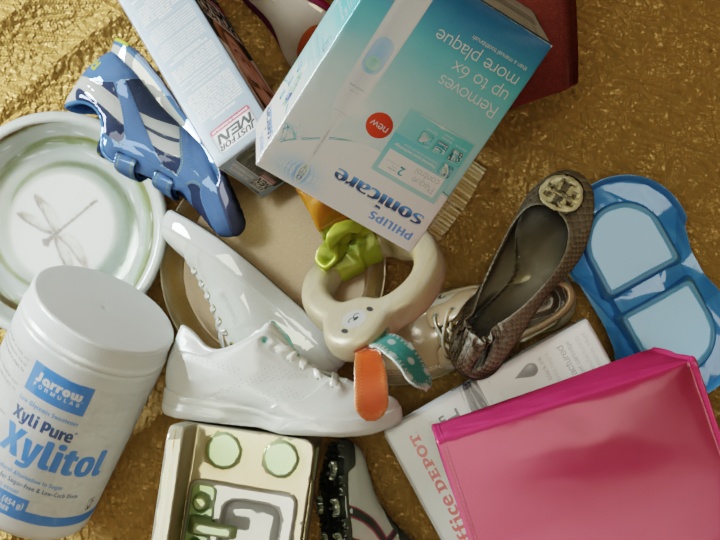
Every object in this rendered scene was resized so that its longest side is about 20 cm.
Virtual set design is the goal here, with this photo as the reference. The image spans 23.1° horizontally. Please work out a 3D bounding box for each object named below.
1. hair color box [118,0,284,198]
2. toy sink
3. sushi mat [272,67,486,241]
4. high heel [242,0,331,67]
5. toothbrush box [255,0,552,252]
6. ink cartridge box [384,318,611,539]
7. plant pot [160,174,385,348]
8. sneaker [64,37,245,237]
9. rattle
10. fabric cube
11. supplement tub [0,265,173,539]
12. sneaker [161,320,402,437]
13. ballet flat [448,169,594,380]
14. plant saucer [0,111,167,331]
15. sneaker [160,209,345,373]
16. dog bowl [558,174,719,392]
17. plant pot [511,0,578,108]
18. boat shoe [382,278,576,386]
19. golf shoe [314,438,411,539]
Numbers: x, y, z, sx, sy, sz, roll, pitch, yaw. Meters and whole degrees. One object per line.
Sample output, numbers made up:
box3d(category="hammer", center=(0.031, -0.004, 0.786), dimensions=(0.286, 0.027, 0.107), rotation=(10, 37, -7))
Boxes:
box3d(category="hair color box", center=(-0.125, -0.167, 1.493), dimensions=(0.060, 0.099, 0.201), rotation=(-35, 68, 9))
box3d(category="toy sink", center=(-0.096, 0.194, 1.454), dimensions=(0.111, 0.200, 0.131), rotation=(7, 87, 5))
box3d(category="sushi mat", center=(0.006, -0.106, 1.538), dimensions=(0.200, 0.012, 0.096), rotation=(36, 70, 5))
box3d(category="high heel", center=(-0.059, -0.238, 1.545), dimensions=(0.200, 0.096, 0.067), rotation=(40, 119, -11))
box3d(category="toothbrush box", center=(0.029, -0.140, 1.358), dimensions=(0.146, 0.085, 0.200), rotation=(30, 111, -16))
box3d(category="ink cartridge box", center=(0.137, 0.151, 1.493), dimensions=(0.199, 0.083, 0.146), rotation=(-29, 87, 2))
box3d(category="plant pot", center=(-0.076, -0.002, 1.547), dimensions=(0.198, 0.027, 0.202), rotation=(0, 87, 5))
box3d(category="sneaker", center=(-0.172, -0.099, 1.493), dimensions=(0.082, 0.074, 0.200), rotation=(-37, 78, -6))
box3d(category="rattle", center=(0.000, 0.000, 1.415), dimensions=(0.129, 0.201, 0.144), rotation=(2, 129, 8))
box3d(category="fabric cube", center=(0.177, 0.182, 1.351), dimensions=(0.198, 0.200, 0.197), rotation=(-19, 88, 0))
box3d(category="supplement tub", center=(-0.252, 0.112, 1.477), dimensions=(0.131, 0.132, 0.201), rotation=(29, 113, 5))
box3d(category="sneaker", center=(-0.062, 0.087, 1.445), dimensions=(0.198, 0.075, 0.089), rotation=(7, 90, 2))
box3d(category="ballet flat", center=(0.132, 0.000, 1.461), dimensions=(0.067, 0.046, 0.201), rotation=(28, 78, 24))
box3d(category="plant saucer", center=(-0.264, -0.038, 1.553), dimensions=(0.199, 0.050, 0.202), rotation=(0, 88, 5))
box3d(category="sneaker", center=(-0.108, 0.035, 1.498), dimensions=(0.200, 0.073, 0.085), rotation=(42, 89, 4))
box3d(category="dog bowl", center=(0.246, 0.015, 1.508), dimensions=(0.111, 0.050, 0.201), rotation=(-29, 86, 3))
box3d(category="plant pot", center=(0.087, -0.220, 1.469), dimensions=(0.199, 0.200, 0.177), rotation=(-20, 100, 4))
box3d(category="boat shoe", center=(0.088, 0.045, 1.512), dimensions=(0.199, 0.065, 0.072), rotation=(-21, 86, 4))
box3d(category="golf shoe", center=(0.014, 0.240, 1.516), dimensions=(0.087, 0.077, 0.201), rotation=(-9, 89, -16))
